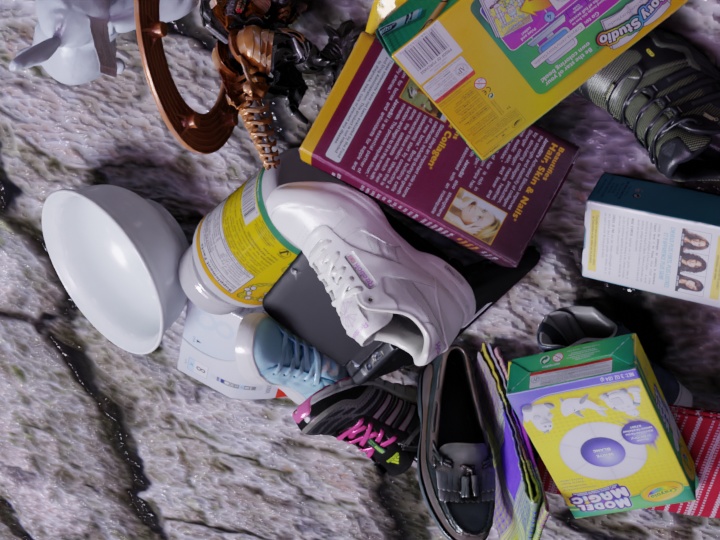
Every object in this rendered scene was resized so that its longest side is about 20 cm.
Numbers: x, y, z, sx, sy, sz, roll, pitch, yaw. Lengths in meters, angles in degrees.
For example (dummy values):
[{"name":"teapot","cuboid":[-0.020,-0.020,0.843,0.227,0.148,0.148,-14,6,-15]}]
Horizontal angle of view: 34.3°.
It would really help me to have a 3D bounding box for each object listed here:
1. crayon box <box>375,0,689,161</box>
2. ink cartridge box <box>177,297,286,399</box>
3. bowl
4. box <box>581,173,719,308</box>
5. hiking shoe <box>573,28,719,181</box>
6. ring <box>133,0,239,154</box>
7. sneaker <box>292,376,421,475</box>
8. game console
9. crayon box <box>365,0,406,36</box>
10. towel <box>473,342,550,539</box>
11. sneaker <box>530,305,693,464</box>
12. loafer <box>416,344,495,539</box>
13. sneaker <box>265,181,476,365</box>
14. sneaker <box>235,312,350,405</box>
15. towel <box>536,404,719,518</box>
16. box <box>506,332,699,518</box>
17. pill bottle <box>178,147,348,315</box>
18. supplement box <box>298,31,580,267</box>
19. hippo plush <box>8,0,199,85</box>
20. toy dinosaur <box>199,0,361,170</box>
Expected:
[{"name":"crayon box","cuboid":[0.126,-0.188,0.844,0.200,0.058,0.119,-38,123,13]},{"name":"ink cartridge box","cuboid":[-0.104,0.100,1.301,0.200,0.047,0.160,29,141,7]},{"name":"bowl","cuboid":[-0.249,-0.017,1.269,0.201,0.090,0.201,29,138,30]},{"name":"box","cuboid":[0.288,-0.018,0.970,0.200,0.049,0.082,14,131,23]},{"name":"hiking shoe","cuboid":[0.237,-0.120,0.885,0.200,0.101,0.076,25,133,13]},{"name":"ring","cuboid":[-0.137,-0.199,0.993,0.019,0.201,0.201,-4,123,18]},{"name":"sneaker","cuboid":[0.019,0.163,1.184,0.074,0.200,0.088,-40,57,31]},{"name":"game console","cuboid":[0.037,0.010,1.103,0.116,0.176,0.200,60,138,16]},{"name":"crayon box","cuboid":[0.080,-0.222,0.938,0.126,0.052,0.200,28,135,11]},{"name":"towel","cuboid":[0.138,0.187,1.144,0.023,0.200,0.144,-3,137,-10]},{"name":"sneaker","cuboid":[0.188,0.114,1.109,0.202,0.077,0.146,-32,116,34]},{"name":"loafer","cuboid":[0.093,0.166,1.142,0.072,0.200,0.063,2,146,-15]},{"name":"sneaker","cuboid":[0.000,0.000,0.968,0.200,0.100,0.075,35,141,3]},{"name":"sneaker","cuboid":[-0.054,0.089,1.177,0.082,0.074,0.200,-4,162,23]},{"name":"towel","cuboid":[0.266,0.169,1.075,0.200,0.023,0.145,8,132,6]},{"name":"box","cuboid":[0.216,0.149,1.023,0.117,0.048,0.200,-15,128,24]},{"name":"pill bottle","cuboid":[-0.096,-0.030,1.160,0.113,0.113,0.200,48,134,-10]},{"name":"supplement box","cuboid":[0.062,-0.096,0.962,0.200,0.110,0.086,28,179,-2]},{"name":"hippo plush","cuboid":[-0.234,-0.235,1.070,0.159,0.200,0.161,1,162,-14]},{"name":"toy dinosaur","cuboid":[-0.086,-0.186,1.006,0.102,0.136,0.200,8,88,46]}]
